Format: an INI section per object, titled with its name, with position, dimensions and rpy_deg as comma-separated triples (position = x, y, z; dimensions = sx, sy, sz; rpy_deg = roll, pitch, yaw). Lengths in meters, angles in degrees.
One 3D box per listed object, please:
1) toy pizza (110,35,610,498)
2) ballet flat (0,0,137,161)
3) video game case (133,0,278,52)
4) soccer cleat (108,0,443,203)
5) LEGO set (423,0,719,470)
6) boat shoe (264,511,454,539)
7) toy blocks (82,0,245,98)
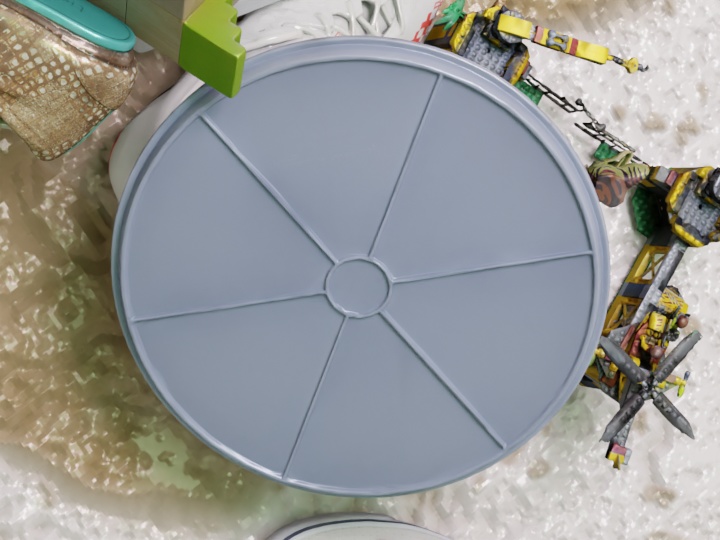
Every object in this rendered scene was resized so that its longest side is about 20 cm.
[toy pizza]
position = 0.000, 0.000, 0.766
dimensions = 0.198, 0.032, 0.202
rpy_deg = 1, 116, 2
[ballet flat]
position = -0.177, -0.103, 0.693
dimensions = 0.199, 0.071, 0.066
rpy_deg = 31, 106, -3
[video game case]
position = -0.045, -0.206, 0.817
dimensions = 0.199, 0.024, 0.183
rpy_deg = -24, 78, -19
[soccer cleat]
position = -0.024, -0.091, 0.820
dimensions = 0.200, 0.085, 0.069
rpy_deg = -41, 103, -16
[LEGO set]
position = 0.095, -0.025, 0.846
dimensions = 0.200, 0.116, 0.154
rpy_deg = 41, 78, -17
[boat shoe]
position = 0.050, 0.161, 0.847
dimensions = 0.200, 0.086, 0.075
rpy_deg = 21, 82, -20
[toy blocks]
position = -0.088, -0.175, 0.741
dimensions = 0.199, 0.100, 0.137
rpy_deg = 33, 58, 12
